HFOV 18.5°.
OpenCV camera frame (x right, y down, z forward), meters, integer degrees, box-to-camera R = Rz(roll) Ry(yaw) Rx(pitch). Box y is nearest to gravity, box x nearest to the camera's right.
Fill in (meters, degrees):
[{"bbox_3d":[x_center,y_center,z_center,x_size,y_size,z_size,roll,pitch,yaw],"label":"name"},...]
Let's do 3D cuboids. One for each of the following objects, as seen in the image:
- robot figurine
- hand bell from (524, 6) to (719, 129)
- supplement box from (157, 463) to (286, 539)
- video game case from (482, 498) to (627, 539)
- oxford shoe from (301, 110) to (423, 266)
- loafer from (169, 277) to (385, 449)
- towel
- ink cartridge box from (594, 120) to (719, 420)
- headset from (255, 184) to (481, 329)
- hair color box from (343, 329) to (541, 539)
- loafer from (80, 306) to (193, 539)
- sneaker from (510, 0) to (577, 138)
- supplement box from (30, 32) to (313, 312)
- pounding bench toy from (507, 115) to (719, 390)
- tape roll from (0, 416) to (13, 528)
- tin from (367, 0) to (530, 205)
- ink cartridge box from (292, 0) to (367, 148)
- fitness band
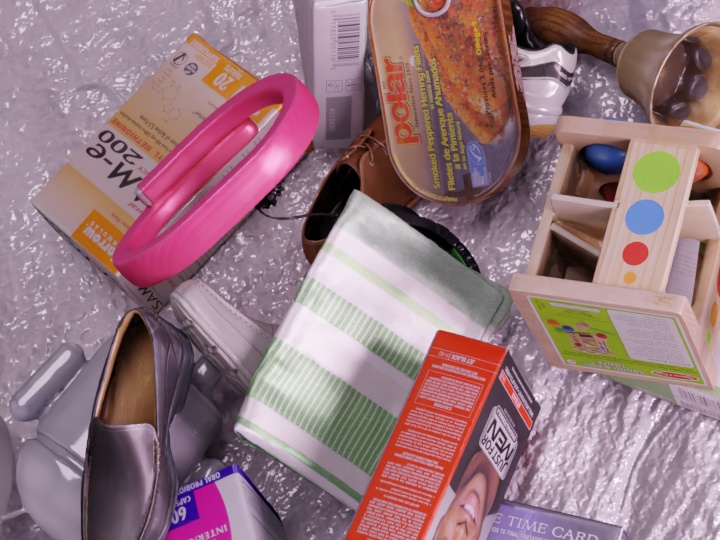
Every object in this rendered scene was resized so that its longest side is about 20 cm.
[{"bbox_3d":[-0.183,0.130,1.675,0.169,0.113,0.201,37,78,2],"label":"robot figurine"},{"bbox_3d":[0.198,-0.172,1.734,0.104,0.104,0.200,-48,43,-10],"label":"hand bell"},{"bbox_3d":[-0.095,0.258,1.574,0.101,0.104,0.201,-23,57,6],"label":"supplement box"},{"bbox_3d":[0.091,0.258,1.549,0.142,0.019,0.201,10,65,26],"label":"video game case"},{"bbox_3d":[0.015,-0.084,1.749,0.071,0.071,0.201,16,67,30],"label":"oxford shoe"},{"bbox_3d":[-0.056,0.071,1.639,0.200,0.070,0.070,42,76,-9],"label":"loafer"},{"bbox_3d":[0.010,0.066,1.612,0.201,0.152,0.023,-61,17,-12],"label":"towel"},{"bbox_3d":[0.259,0.001,1.615,0.145,0.048,0.201,19,69,30],"label":"ink cartridge box"},{"bbox_3d":[0.000,0.000,1.672,0.200,0.094,0.124,40,75,-7],"label":"headset"},{"bbox_3d":[0.054,0.155,1.552,0.061,0.102,0.201,15,68,28],"label":"hair color box"},{"bbox_3d":[-0.169,0.123,1.571,0.072,0.072,0.202,-2,67,15],"label":"loafer"},{"bbox_3d":[0.091,-0.187,1.761,0.199,0.075,0.088,34,110,25],"label":"sneaker"},{"bbox_3d":[-0.154,-0.080,1.811,0.126,0.074,0.200,37,79,33],"label":"supplement box"},{"bbox_3d":[0.228,-0.016,1.534,0.198,0.124,0.157,8,66,25],"label":"pounding bench toy"},{"bbox_3d":[-0.350,0.185,1.716,0.202,0.037,0.204,-24,50,32],"label":"tape roll"},{"bbox_3d":[0.068,-0.150,1.704,0.111,0.042,0.202,-9,89,18],"label":"tin"},{"bbox_3d":[-0.029,-0.226,1.796,0.050,0.162,0.201,-4,50,-4],"label":"ink cartridge box"},{"bbox_3d":[-0.113,-0.070,1.678,0.200,0.037,0.144,-44,22,1],"label":"fitness band"}]
